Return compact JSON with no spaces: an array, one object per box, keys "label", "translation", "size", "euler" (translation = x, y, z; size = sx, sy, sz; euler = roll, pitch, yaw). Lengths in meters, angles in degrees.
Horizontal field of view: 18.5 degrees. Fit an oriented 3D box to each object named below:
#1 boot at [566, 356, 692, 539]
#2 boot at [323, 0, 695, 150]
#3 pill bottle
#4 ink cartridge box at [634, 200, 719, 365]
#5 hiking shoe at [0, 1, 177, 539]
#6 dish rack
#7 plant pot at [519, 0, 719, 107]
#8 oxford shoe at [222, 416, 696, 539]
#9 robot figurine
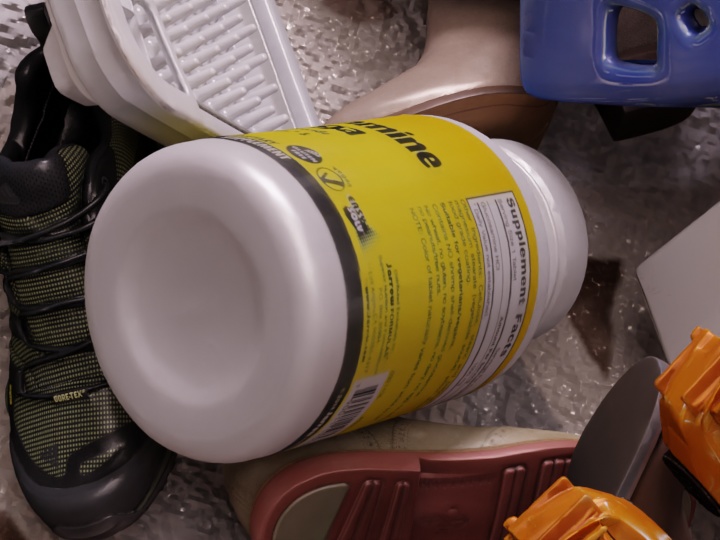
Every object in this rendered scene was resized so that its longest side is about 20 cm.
[{"label":"boot","translation":[0.169,0.127,0.825],"size":[0.198,0.188,0.064],"euler":[12,34,-4]},{"label":"boot","translation":[0.054,-0.119,0.961],"size":[0.198,0.070,0.147],"euler":[-9,65,-23]},{"label":"pill bottle","translation":[0.000,0.000,0.831],"size":[0.199,0.112,0.113],"euler":[-12,65,-53]},{"label":"ink cartridge box","translation":[0.217,0.022,0.874],"size":[0.199,0.129,0.126],"euler":[-5,66,-33]},{"label":"hiking shoe","translation":[-0.117,0.002,0.837],"size":[0.075,0.101,0.202],"euler":[-15,59,17]},{"label":"dish rack","translation":[-0.084,-0.113,0.874],"size":[0.043,0.200,0.173],"euler":[-26,71,16]},{"label":"plant pot","translation":[0.192,-0.155,0.854],"size":[0.199,0.179,0.202],"euler":[-7,106,-38]},{"label":"oxford shoe","translation":[0.041,0.082,0.865],"size":[0.198,0.071,0.075],"euler":[7,21,-28]},{"label":"robot figurine","translation":[0.146,0.125,0.754],"size":[0.145,0.058,0.200],"euler":[-44,111,-5]}]
